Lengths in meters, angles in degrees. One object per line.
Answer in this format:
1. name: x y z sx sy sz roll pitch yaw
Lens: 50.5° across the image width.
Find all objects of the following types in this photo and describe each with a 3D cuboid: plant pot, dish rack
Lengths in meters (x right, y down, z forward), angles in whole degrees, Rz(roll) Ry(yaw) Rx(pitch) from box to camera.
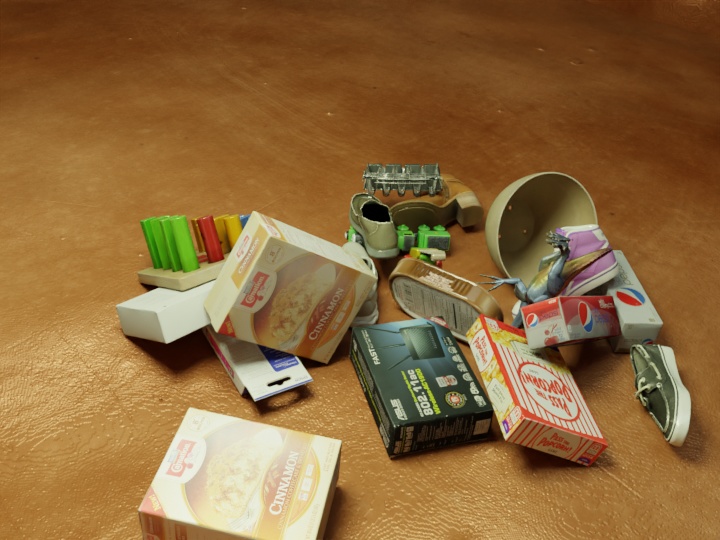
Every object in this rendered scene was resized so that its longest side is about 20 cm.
1. plant pot: 0.296 -0.072 1.342 0.195 0.207 0.134 -6 10 -17
2. dish rack: 0.074 -0.159 1.353 0.149 0.056 0.200 0 14 4

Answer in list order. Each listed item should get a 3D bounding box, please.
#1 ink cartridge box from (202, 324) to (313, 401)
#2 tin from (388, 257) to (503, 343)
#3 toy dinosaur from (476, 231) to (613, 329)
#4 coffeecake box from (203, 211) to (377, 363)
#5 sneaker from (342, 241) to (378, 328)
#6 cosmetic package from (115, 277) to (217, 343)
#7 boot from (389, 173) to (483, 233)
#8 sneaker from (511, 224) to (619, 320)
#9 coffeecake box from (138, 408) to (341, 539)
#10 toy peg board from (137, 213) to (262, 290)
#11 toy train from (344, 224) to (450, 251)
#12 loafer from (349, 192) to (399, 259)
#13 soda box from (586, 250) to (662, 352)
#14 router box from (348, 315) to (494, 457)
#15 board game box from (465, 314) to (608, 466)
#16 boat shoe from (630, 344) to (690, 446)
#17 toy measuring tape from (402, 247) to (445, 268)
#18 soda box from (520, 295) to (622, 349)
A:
1. ink cartridge box: -0.154 0.121 1.116 0.093 0.038 0.200 -15 39 -28
2. tin: 0.129 0.050 1.186 0.197 0.113 0.042 23 59 30
3. toy dinosaur: 0.282 0.041 1.179 0.194 0.186 0.105 12 18 -2
4. coffeecake box: -0.097 0.029 1.076 0.197 0.156 0.073 21 18 -38
5. sneaker: 0.000 0.000 1.254 0.073 0.094 0.202 0 36 -8
6. cosmetic package: -0.243 0.042 1.138 0.197 0.053 0.149 -25 14 -36
7. boot: 0.129 -0.139 1.481 0.194 0.078 0.156 -11 34 -11
8. sneaker: 0.318 -0.004 1.250 0.198 0.116 0.073 -31 15 -7
9. coffeecake box: -0.133 0.259 0.887 0.194 0.075 0.155 10 37 6
10. toy peg board: -0.243 -0.054 1.209 0.196 0.100 0.198 -23 15 -32
11. toy train: 0.069 -0.057 1.378 0.194 0.043 0.057 0 22 -9
12. loafer: 0.028 -0.093 1.322 0.073 0.071 0.201 -4 30 -15
13. soda box: 0.433 0.049 1.283 0.066 0.065 0.202 2 36 -6
14. router box: 0.080 0.157 1.079 0.146 0.063 0.202 -7 39 -17
15. board game box: 0.241 0.164 1.065 0.148 0.047 0.202 21 31 -25
16. boat shoe: 0.429 0.177 1.110 0.062 0.072 0.201 11 28 5
17. toy measuring tape: 0.109 -0.001 1.256 0.071 0.076 0.200 1 3 -7
18. soda box: 0.319 0.076 1.143 0.069 0.065 0.197 -20 -13 37
